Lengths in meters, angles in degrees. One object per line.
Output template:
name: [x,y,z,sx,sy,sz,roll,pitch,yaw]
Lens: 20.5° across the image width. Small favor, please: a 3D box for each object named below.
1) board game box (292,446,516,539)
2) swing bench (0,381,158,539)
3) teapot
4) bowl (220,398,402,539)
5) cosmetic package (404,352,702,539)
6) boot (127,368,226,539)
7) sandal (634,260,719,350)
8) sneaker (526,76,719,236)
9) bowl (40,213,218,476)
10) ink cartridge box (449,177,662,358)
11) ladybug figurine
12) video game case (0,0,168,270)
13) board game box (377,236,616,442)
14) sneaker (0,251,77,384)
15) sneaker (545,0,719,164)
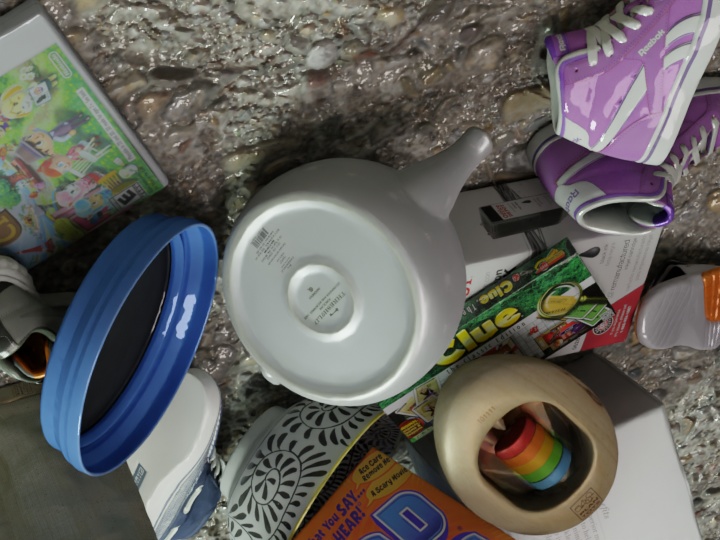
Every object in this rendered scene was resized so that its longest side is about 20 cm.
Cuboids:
board game box: [0.021,0.314,1.619,0.200,0.200,0.200,-47,162,-38]
swing bench: [-0.260,0.218,1.533,0.129,0.199,0.200,7,129,-36]
teapot: [0.000,0.000,1.502,0.146,0.199,0.198,-38,124,-58]
bowl: [-0.056,0.175,1.669,0.201,0.094,0.201,-52,163,-22]
cosmetic package: [0.172,0.201,1.761,0.200,0.165,0.165,-22,109,-10]
boot: [-0.146,0.153,1.649,0.090,0.073,0.200,-7,140,-46]
sandal: [0.274,0.026,1.752,0.206,0.059,0.079,1,106,-58]
sneaker: [0.245,-0.081,1.587,0.200,0.114,0.073,-19,138,-14]
bowl: [-0.168,0.051,1.450,0.201,0.039,0.201,-58,163,-29]
ink cartridge box: [0.130,0.004,1.632,0.199,0.083,0.147,-12,139,-21]
ladybug figurine: [0.128,0.135,1.594,0.136,0.072,0.200,-44,126,0]
video game case: [-0.251,-0.074,1.365,0.182,0.022,0.200,-31,141,2]
board game box: [0.101,0.058,1.590,0.200,0.023,0.105,-33,139,6]
sneaker: [-0.233,0.053,1.453,0.074,0.079,0.200,-36,157,9]
sneaker: [0.202,-0.180,1.479,0.114,0.073,0.201,14,110,-10]
